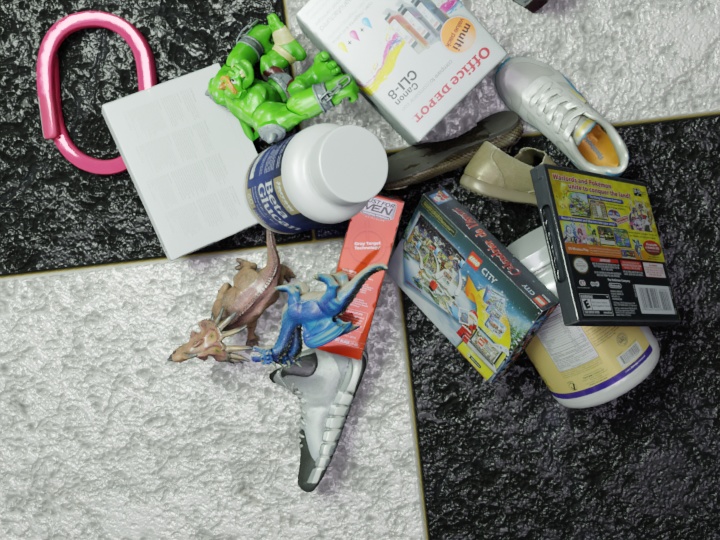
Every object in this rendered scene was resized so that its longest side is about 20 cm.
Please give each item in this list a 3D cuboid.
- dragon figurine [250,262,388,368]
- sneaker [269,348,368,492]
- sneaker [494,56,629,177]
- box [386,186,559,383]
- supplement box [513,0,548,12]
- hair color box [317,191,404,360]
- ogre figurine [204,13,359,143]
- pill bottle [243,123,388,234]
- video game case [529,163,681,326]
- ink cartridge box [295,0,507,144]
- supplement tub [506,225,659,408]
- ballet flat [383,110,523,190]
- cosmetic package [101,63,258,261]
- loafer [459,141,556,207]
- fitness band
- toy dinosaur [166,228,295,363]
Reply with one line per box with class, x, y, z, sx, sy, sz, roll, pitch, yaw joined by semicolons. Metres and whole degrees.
dragon figurine;-0.040;0.055;0.957;0.200;0.059;0.100;-17;86;22
sneaker;-0.073;0.179;1.080;0.115;0.075;0.200;21;88;2
sneaker;0.251;-0.190;1.011;0.200;0.081;0.077;40;99;-4
box;0.126;0.017;0.986;0.200;0.038;0.137;48;136;22
supplement box;0.157;-0.408;0.975;0.200;0.086;0.110;29;97;-4
hair color box;0.000;0.000;1.031;0.061;0.102;0.200;14;99;-1
ogre figurine;-0.100;-0.214;0.954;0.120;0.098;0.200;-44;72;-8
pill bottle;-0.051;-0.105;0.941;0.111;0.200;0.111;2;85;-27
video game case;0.285;-0.025;0.953;0.200;0.025;0.181;3;71;-39
ink cartridge box;0.047;-0.266;0.968;0.145;0.145;0.200;-45;96;5
supplement tub;0.256;0.051;1.014;0.145;0.145;0.200;-33;97;5
ballet flat;0.110;-0.141;1.035;0.200;0.067;0.046;-24;130;1
cosmetic package;-0.205;-0.132;1.015;0.151;0.052;0.200;-24;98;-16
loafer;0.220;-0.111;1.004;0.200;0.076;0.068;6;108;-22
fitness band;-0.327;-0.220;1.036;0.143;0.037;0.200;-2;100;-2
toy dinosaur;-0.142;0.041;1.021;0.086;0.136;0.200;33;97;-4
